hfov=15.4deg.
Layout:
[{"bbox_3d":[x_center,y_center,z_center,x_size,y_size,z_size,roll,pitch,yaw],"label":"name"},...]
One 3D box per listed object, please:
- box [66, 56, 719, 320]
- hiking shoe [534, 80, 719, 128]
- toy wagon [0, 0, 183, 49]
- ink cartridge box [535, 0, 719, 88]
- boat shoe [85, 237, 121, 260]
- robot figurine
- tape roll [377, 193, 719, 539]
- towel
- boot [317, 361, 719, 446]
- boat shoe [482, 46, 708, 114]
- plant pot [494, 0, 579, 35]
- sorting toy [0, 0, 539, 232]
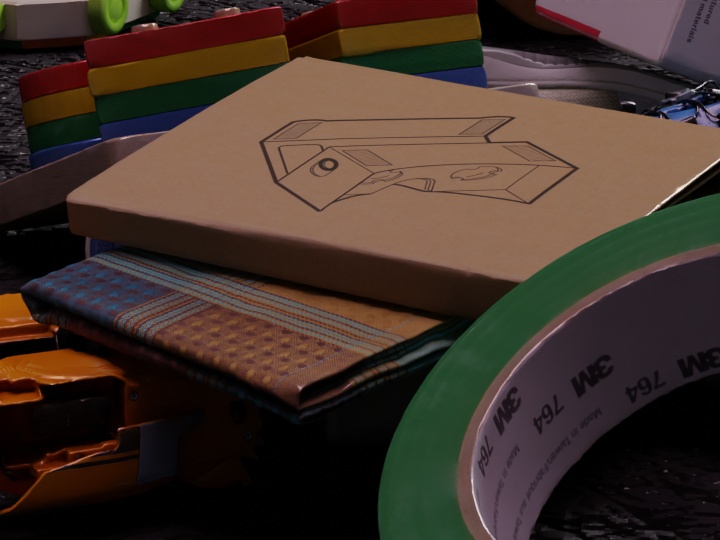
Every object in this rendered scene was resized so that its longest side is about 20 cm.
[{"bbox_3d":[0.020,-0.031,0.968,0.199,0.021,0.163,12,27,29],"label":"box"},{"bbox_3d":[0.127,-0.046,1.091,0.199,0.087,0.074,18,6,-17],"label":"hiking shoe"},{"bbox_3d":[-0.208,-0.166,1.633,0.154,0.040,0.200,8,20,26],"label":"toy wagon"},{"bbox_3d":[0.208,-0.120,1.295,0.199,0.085,0.145,18,8,-24],"label":"ink cartridge box"},{"bbox_3d":[-0.011,0.000,1.081,0.199,0.073,0.072,9,13,-3],"label":"boat shoe"},{"bbox_3d":[-0.142,0.051,0.925,0.199,0.059,0.145,-7,19,-22],"label":"robot figurine"},{"bbox_3d":[0.105,0.057,0.777,0.199,0.048,0.201,-18,34,13],"label":"tape roll"},{"bbox_3d":[0.000,0.000,0.950,0.146,0.022,0.199,18,30,41],"label":"towel"},{"bbox_3d":[0.082,0.033,0.960,0.199,0.073,0.182,-1,14,-13],"label":"boot"},{"bbox_3d":[0.103,-0.072,1.316,0.201,0.065,0.074,9,4,11],"label":"boat shoe"},{"bbox_3d":[0.126,-0.235,1.633,0.199,0.201,0.140,-4,35,-11],"label":"plant pot"},{"bbox_3d":[-0.055,-0.072,1.179,0.198,0.070,0.200,-9,-1,-26],"label":"sorting toy"}]
